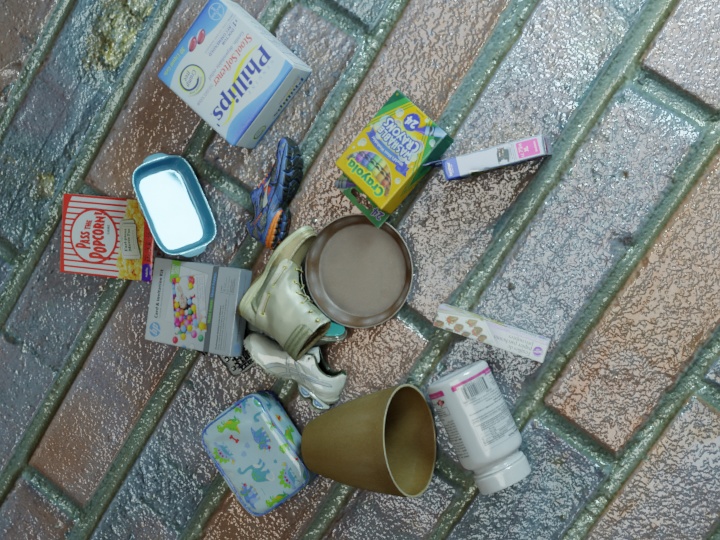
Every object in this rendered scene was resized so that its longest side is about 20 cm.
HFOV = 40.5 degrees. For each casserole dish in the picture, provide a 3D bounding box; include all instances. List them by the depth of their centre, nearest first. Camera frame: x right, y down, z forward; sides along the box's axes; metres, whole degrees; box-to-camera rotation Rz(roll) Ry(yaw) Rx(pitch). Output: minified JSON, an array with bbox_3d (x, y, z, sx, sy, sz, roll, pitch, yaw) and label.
[{"bbox_3d":[-0.344,-0.116,1.791,0.120,0.039,0.202,-22,86,-26],"label":"casserole dish"}]

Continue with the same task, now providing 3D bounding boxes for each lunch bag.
[{"bbox_3d":[-0.186,0.332,1.781,0.160,0.082,0.201,-38,83,15],"label":"lunch bag"}]

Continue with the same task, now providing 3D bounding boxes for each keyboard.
[{"bbox_3d":[-0.279,0.112,1.815,0.104,0.040,0.201,-40,82,15],"label":"keyboard"}]

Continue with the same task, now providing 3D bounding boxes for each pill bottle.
[{"bbox_3d":[0.202,0.264,1.643,0.113,0.113,0.201,-26,86,17],"label":"pill bottle"}]

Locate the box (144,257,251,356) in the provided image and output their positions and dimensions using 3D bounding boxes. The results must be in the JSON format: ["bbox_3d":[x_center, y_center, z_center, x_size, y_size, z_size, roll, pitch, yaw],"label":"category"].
[{"bbox_3d":[-0.297,0.064,1.783,0.198,0.041,0.158,9,92,29],"label":"box"}]

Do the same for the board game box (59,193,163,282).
[{"bbox_3d":[-0.470,-0.064,1.855,0.198,0.046,0.153,5,95,16],"label":"board game box"}]

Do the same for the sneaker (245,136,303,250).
[{"bbox_3d":[-0.159,-0.142,1.744,0.078,0.075,0.202,17,97,18],"label":"sneaker"}]

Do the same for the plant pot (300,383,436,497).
[{"bbox_3d":[0.002,0.299,1.685,0.198,0.186,0.188,-10,91,30],"label":"plant pot"}]

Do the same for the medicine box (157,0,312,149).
[{"bbox_3d":[-0.222,-0.349,1.731,0.200,0.103,0.183,42,104,11],"label":"medicine box"}]

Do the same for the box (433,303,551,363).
[{"bbox_3d":[0.223,0.105,1.663,0.198,0.041,0.039,19,99,15],"label":"box"}]

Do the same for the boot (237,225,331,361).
[{"bbox_3d":[-0.103,0.038,1.696,0.154,0.072,0.201,38,94,21],"label":"boot"}]

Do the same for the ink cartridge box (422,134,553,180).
[{"bbox_3d":[0.211,-0.181,1.604,0.198,0.119,0.042,-11,93,18],"label":"ink cartridge box"}]

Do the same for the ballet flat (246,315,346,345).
[{"bbox_3d":[-0.117,0.104,1.762,0.198,0.067,0.064,16,126,16],"label":"ballet flat"}]

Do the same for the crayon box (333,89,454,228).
[{"bbox_3d":[0.047,-0.190,1.669,0.126,0.052,0.200,45,101,21],"label":"crayon box"}]

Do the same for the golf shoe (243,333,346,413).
[{"bbox_3d":[-0.111,0.159,1.743,0.199,0.078,0.098,35,113,0],"label":"golf shoe"}]

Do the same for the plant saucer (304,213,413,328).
[{"bbox_3d":[0.000,0.000,1.726,0.198,0.034,0.203,2,95,17],"label":"plant saucer"}]
